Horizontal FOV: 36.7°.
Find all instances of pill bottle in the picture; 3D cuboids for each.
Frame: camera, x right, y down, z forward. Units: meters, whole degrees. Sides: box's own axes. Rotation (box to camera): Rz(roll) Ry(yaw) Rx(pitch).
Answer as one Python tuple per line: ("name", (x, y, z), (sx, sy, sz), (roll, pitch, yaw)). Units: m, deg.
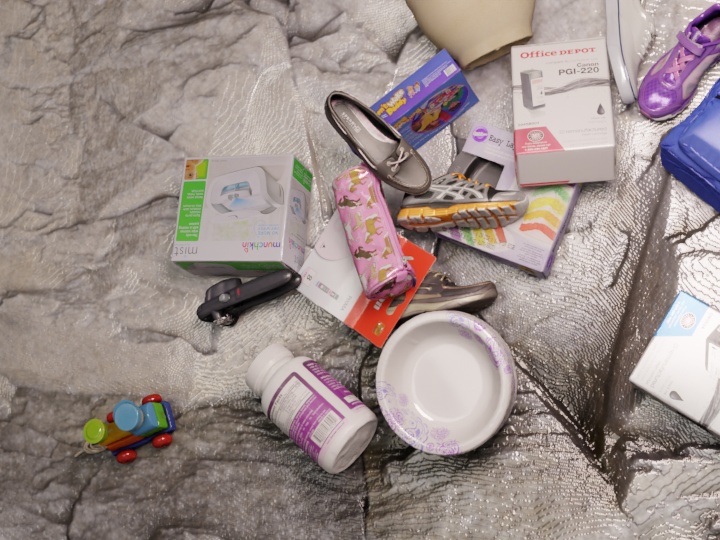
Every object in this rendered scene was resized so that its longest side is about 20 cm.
("pill bottle", (-0.079, 0.202, 1.639), (0.199, 0.112, 0.113), (39, 93, 23))

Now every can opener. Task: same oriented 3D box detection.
("can opener", (-0.181, 0.037, 1.717), (0.198, 0.063, 0.080), (-20, 74, 34))

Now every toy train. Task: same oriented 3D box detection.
("toy train", (-0.407, 0.265, 1.741), (0.197, 0.116, 0.086), (-24, 71, 13))

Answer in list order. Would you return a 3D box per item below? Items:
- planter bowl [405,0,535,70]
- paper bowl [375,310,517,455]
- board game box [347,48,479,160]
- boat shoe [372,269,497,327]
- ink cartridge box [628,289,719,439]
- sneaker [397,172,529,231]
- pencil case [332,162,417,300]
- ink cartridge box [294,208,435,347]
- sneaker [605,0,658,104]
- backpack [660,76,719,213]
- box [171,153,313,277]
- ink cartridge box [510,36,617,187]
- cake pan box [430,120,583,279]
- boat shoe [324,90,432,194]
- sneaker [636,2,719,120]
("planter bowl", (0.182, -0.388, 1.636), (0.198, 0.200, 0.137), (-23, 90, 14))
("paper bowl", (0.128, 0.159, 1.568), (0.197, 0.104, 0.205), (0, 89, 18))
("board game box", (0.078, -0.237, 1.662), (0.199, 0.134, 0.045), (-37, 70, 9))
("boat shoe", (0.106, 0.033, 1.629), (0.197, 0.074, 0.075), (-11, 76, 16))
("ink cartridge box", (0.485, 0.142, 1.463), (0.198, 0.084, 0.146), (32, 90, 22))
("sneaker", (0.149, -0.106, 1.591), (0.196, 0.078, 0.079), (-1, 69, 19))
("pencil case", (0.018, -0.059, 1.599), (0.085, 0.083, 0.203), (-21, 67, 5))
("ink cartridge box", (0.000, 0.000, 1.652), (0.199, 0.057, 0.164), (33, 91, 49))
("sneaker", (0.400, -0.343, 1.594), (0.070, 0.073, 0.204), (-8, 70, 21))
("backpack", (0.531, -0.192, 1.475), (0.162, 0.168, 0.200), (44, 91, 15))
("box", (-0.188, -0.085, 1.746), (0.196, 0.097, 0.180), (1, 75, 20))
("ink cartridge box", (0.293, -0.232, 1.575), (0.143, 0.085, 0.203), (-4, 58, 11))
("cake pan box", (0.221, -0.110, 1.630), (0.198, 0.052, 0.187), (23, 85, 23))
("boat shoe", (0.022, -0.184, 1.570), (0.200, 0.057, 0.067), (43, 90, 6))
("sneaker", (0.472, -0.307, 1.560), (0.200, 0.088, 0.081), (-47, 69, 6))
